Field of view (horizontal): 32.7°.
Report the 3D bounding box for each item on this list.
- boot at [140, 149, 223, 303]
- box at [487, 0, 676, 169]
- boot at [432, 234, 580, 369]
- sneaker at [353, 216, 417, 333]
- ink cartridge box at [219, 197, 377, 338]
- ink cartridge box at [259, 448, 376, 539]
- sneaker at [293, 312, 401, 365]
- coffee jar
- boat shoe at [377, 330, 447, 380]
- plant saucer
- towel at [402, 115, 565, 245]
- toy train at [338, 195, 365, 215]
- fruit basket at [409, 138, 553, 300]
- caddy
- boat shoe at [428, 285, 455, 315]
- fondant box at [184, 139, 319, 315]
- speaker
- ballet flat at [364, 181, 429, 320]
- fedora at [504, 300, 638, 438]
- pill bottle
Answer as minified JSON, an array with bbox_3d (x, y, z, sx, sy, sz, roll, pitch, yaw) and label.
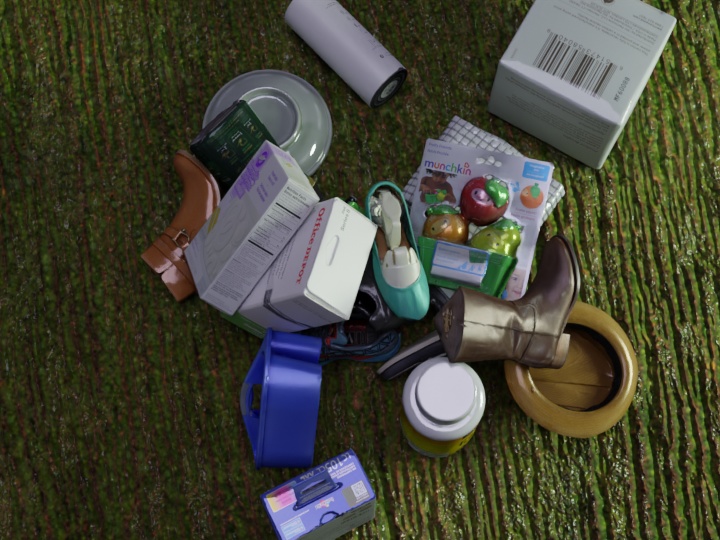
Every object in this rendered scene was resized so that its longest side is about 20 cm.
[{"bbox_3d":[-0.257,-0.066,1.776,0.154,0.074,0.200,-36,73,-6],"label":"boot"},{"bbox_3d":[0.321,-0.299,1.797,0.198,0.172,0.201,29,74,9],"label":"box"},{"bbox_3d":[0.187,0.033,1.585,0.198,0.064,0.188,9,79,-30],"label":"boot"},{"bbox_3d":[0.000,0.000,1.681,0.090,0.076,0.201,-21,60,-28],"label":"sneaker"},{"bbox_3d":[-0.085,0.000,1.642,0.084,0.199,0.147,32,62,-31],"label":"ink cartridge box"},{"bbox_3d":[-0.052,0.304,1.590,0.136,0.200,0.077,-26,74,-8],"label":"ink cartridge box"},{"bbox_3d":[-0.042,0.087,1.714,0.198,0.096,0.080,-8,69,-3],"label":"sneaker"},{"bbox_3d":[-0.144,-0.138,1.756,0.104,0.085,0.200,-45,105,-18],"label":"coffee jar"},{"bbox_3d":[0.113,0.115,1.693,0.199,0.073,0.063,-30,91,22],"label":"boat shoe"},{"bbox_3d":[-0.141,-0.217,1.835,0.198,0.050,0.202,0,73,0],"label":"plant saucer"},{"bbox_3d":[0.176,-0.106,1.785,0.199,0.086,0.166,33,74,11],"label":"towel"},{"bbox_3d":[-0.056,-0.017,1.768,0.042,0.056,0.201,21,74,48],"label":"toy train"},{"bbox_3d":[0.153,-0.066,1.668,0.184,0.094,0.202,14,95,16],"label":"fruit basket"},{"bbox_3d":[-0.110,0.173,1.642,0.104,0.202,0.142,5,29,-5],"label":"caddy"},{"bbox_3d":[0.129,0.048,1.750,0.057,0.069,0.200,-44,79,21],"label":"boat shoe"},{"bbox_3d":[-0.150,-0.059,1.648,0.058,0.144,0.200,32,103,-29],"label":"fondant box"},{"bbox_3d":[-0.023,-0.342,1.859,0.081,0.081,0.200,-42,77,-12],"label":"speaker"},{"bbox_3d":[0.044,-0.032,1.631,0.067,0.071,0.202,-13,66,-4],"label":"ballet flat"},{"bbox_3d":[0.282,0.138,1.696,0.199,0.082,0.203,3,79,-15],"label":"fedora"},{"bbox_3d":[0.108,0.181,1.630,0.108,0.200,0.110,0,73,0],"label":"pill bottle"}]
